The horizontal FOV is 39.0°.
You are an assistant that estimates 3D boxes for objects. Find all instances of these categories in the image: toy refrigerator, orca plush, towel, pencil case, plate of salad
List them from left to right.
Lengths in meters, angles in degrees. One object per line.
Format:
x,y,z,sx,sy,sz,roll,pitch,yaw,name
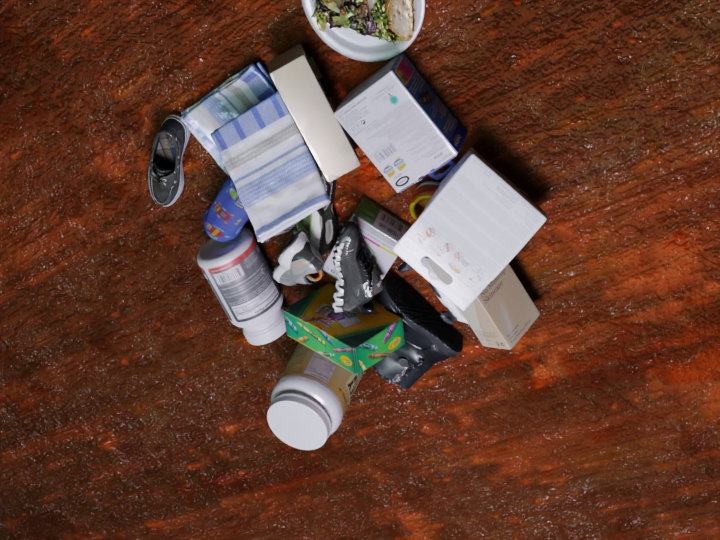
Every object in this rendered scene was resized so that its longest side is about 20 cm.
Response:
-0.211,-0.122,1.761,0.078,0.087,0.200,50,147,1,pencil case
-0.198,-0.249,1.712,0.198,0.024,0.147,-26,113,36,towel
-0.146,-0.164,1.627,0.145,0.024,0.203,-26,88,19,towel
-0.071,-0.251,1.618,0.069,0.076,0.202,-27,115,6,toy refrigerator
-0.001,-0.399,1.503,0.196,0.048,0.203,12,130,15,plate of salad
0.143,0.031,1.757,0.197,0.107,0.071,23,177,-26,orca plush

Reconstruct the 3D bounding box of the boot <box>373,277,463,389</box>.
0.067,0.123,1.858,0.199,0.077,0.167,40,127,-18,boot

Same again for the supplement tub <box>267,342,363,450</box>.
-0.085,0.224,1.921,0.142,0.201,0.146,12,131,14,supplement tub

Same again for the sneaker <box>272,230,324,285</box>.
-0.105,-0.002,1.790,0.079,0.074,0.200,41,166,3,sneaker

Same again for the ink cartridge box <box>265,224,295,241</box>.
-0.129,-0.126,1.726,0.199,0.037,0.096,-33,70,58,ink cartridge box

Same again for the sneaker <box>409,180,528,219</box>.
0.175,-0.099,1.638,0.196,0.078,0.074,-1,125,18,sneaker

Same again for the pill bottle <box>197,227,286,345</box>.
-0.212,0.032,1.885,0.114,0.117,0.202,-8,122,28,pill bottle

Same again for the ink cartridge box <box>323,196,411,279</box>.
0.000,-0.023,1.786,0.103,0.060,0.201,31,132,-2,ink cartridge box

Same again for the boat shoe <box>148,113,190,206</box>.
-0.350,-0.188,1.813,0.068,0.057,0.202,23,131,4,boat shoe

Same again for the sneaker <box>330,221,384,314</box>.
0.000,0.000,1.723,0.089,0.067,0.202,13,134,10,sneaker

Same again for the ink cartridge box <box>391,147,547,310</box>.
0.170,-0.063,1.596,0.161,0.050,0.200,39,108,-9,ink cartridge box

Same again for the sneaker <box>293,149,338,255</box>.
-0.094,-0.121,1.749,0.087,0.077,0.203,17,129,24,sneaker

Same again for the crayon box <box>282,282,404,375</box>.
-0.031,0.100,1.803,0.198,0.118,0.059,24,132,42,crayon box

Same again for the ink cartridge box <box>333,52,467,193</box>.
0.072,-0.217,1.592,0.135,0.077,0.201,-29,109,37,ink cartridge box

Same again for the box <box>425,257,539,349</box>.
0.205,0.026,1.698,0.201,0.095,0.077,54,156,-22,box
